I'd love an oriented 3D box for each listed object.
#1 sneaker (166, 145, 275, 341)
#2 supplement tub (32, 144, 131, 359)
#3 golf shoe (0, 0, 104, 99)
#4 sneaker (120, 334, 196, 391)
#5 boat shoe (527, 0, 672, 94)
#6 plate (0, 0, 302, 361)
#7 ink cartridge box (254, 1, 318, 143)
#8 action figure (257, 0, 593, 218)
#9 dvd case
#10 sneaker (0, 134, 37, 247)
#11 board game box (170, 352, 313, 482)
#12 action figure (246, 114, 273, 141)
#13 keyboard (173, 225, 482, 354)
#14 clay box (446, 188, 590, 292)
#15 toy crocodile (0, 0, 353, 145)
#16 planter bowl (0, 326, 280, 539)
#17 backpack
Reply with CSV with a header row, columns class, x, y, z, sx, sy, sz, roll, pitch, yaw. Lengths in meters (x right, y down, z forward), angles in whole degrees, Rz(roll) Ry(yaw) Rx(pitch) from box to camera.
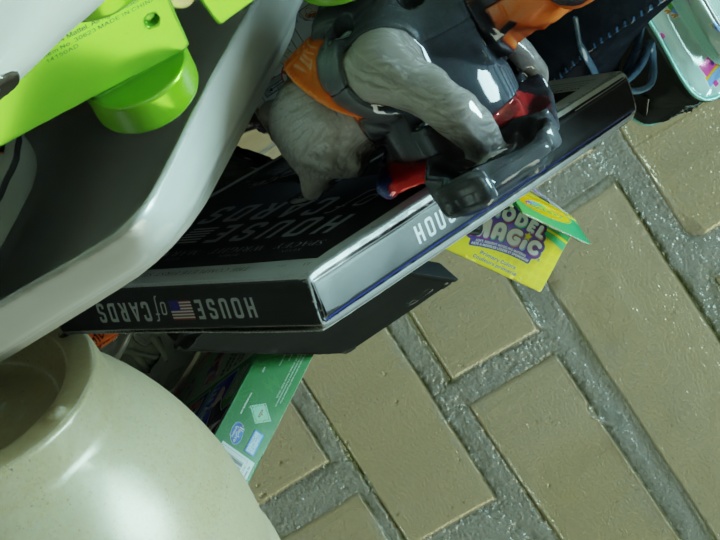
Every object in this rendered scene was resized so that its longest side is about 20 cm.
class,x,y,z,sx,sy,sz,roll,pitch,yaw
sneaker,-0.063,-0.007,0.938,0.200,0.078,0.090,69,41,-76
supplement tub,-0.184,0.022,0.936,0.122,0.123,0.200,-33,179,-37
golf shoe,-0.131,-0.035,0.565,0.200,0.095,0.078,-35,179,-8
sneaker,-0.124,0.073,1.014,0.201,0.076,0.115,-58,-157,4
boat shoe,0.090,-0.089,0.867,0.084,0.069,0.200,-33,-179,-31
plate,-0.098,-0.039,0.755,0.200,0.032,0.200,-28,-152,40
ink cartridge box,0.044,-0.151,0.885,0.200,0.084,0.176,-33,180,19
action figure,0.043,-0.102,0.714,0.193,0.105,0.200,-40,-167,6
dvd case,-0.005,-0.027,0.779,0.150,0.025,0.200,-3,-159,44
sneaker,-0.175,-0.021,0.721,0.078,0.079,0.200,-41,-160,18
board game box,-0.068,0.060,1.032,0.135,0.029,0.200,-38,-160,49
action figure,-0.106,-0.065,1.036,0.200,0.069,0.130,-29,-174,-15
keyboard,0.000,0.000,0.901,0.127,0.021,0.200,-34,167,16
clay box,0.036,-0.050,1.071,0.048,0.115,0.200,-62,-156,10
toy crocodile,-0.055,-0.107,0.653,0.200,0.062,0.068,-33,139,-4
planter bowl,-0.141,0.102,0.791,0.200,0.135,0.200,-13,-149,8
backpack,0.227,-0.214,1.241,0.200,0.176,0.153,-37,-174,-29
